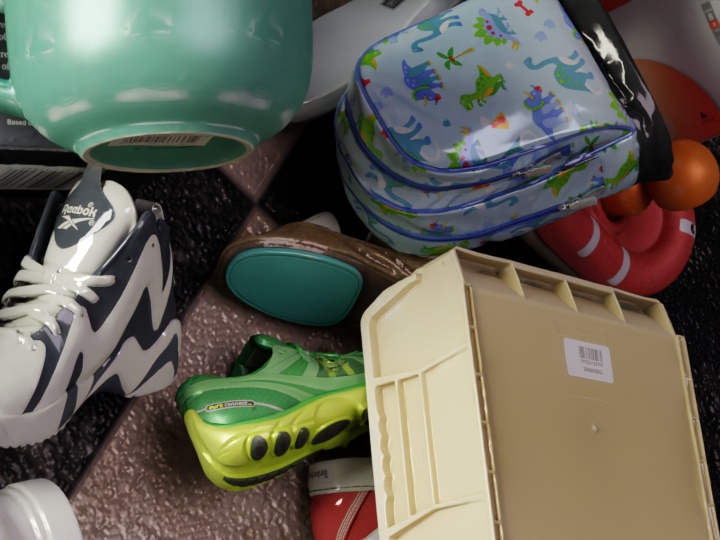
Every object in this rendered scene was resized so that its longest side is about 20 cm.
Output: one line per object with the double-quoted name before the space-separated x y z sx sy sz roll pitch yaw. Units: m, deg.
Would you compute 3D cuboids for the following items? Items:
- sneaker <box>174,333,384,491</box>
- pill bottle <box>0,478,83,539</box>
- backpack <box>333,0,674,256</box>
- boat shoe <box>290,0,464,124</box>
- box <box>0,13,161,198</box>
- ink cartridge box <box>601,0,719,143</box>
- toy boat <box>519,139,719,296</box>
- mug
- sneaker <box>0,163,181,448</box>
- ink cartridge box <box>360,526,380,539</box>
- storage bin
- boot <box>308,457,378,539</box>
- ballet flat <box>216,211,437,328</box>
"sneaker" -0.032 0.069 0.967 0.199 0.074 0.084 -13 58 -53
"pill bottle" -0.237 0.158 0.772 0.198 0.104 0.106 -10 84 -38
"backpack" 0.078 -0.096 0.999 0.165 0.198 0.154 65 4 19
"boat shoe" 0.019 -0.153 1.070 0.200 0.070 0.067 -44 141 -20
"box" -0.193 -0.148 0.887 0.147 0.104 0.203 0 77 -37
"ink cartridge box" 0.219 -0.185 1.177 0.200 0.161 0.050 46 53 -18
"toy boat" 0.193 -0.061 1.128 0.200 0.129 0.132 34 58 -49
"mug" -0.112 -0.112 0.793 0.152 0.183 0.116 10 73 -60
"sneaker" -0.163 0.010 0.835 0.198 0.079 0.131 -13 113 -52
"ink cartridge box" -0.029 0.238 0.913 0.199 0.039 0.100 -37 96 -18
"storage bin" 0.109 0.107 0.952 0.198 0.093 0.201 13 60 -37
"boot" 0.059 0.195 1.015 0.198 0.072 0.146 3 77 -29
"ballet flat" 0.000 0.000 1.018 0.198 0.068 0.073 12 42 -19
